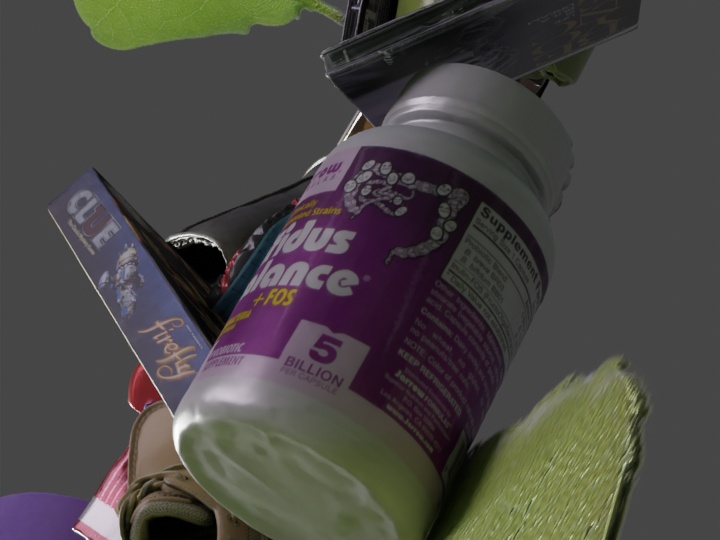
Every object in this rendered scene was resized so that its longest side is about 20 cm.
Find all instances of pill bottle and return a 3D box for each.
[{"bbox_3d":[0.014,0.012,0.722,0.200,0.112,0.112,-61,3,-31],"label":"pill bottle"}]

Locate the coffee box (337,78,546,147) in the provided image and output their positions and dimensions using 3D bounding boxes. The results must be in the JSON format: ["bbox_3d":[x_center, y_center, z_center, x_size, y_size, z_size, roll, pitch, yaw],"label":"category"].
[{"bbox_3d":[0.074,-0.149,1.410,0.080,0.113,0.200,-61,4,-34],"label":"coffee box"}]

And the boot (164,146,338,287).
[{"bbox_3d":[-0.059,-0.026,1.218,0.200,0.073,0.182,-35,2,-31],"label":"boot"}]

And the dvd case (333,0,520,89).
[{"bbox_3d":[0.055,-0.169,1.178,0.200,0.016,0.149,18,-101,-53],"label":"dvd case"}]

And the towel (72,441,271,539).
[{"bbox_3d":[-0.058,0.088,0.956,0.200,0.144,0.023,-53,-43,-15],"label":"towel"}]

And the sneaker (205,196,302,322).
[{"bbox_3d":[0.000,0.000,0.935,0.079,0.096,0.200,-48,-4,41],"label":"sneaker"}]

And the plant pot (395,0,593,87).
[{"bbox_3d":[0.108,-0.223,1.097,0.200,0.199,0.191,-110,38,-87],"label":"plant pot"}]

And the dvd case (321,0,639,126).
[{"bbox_3d":[0.065,-0.111,0.841,0.148,0.016,0.200,-23,-5,6],"label":"dvd case"}]

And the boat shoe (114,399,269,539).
[{"bbox_3d":[-0.087,0.127,0.879,0.072,0.065,0.200,-34,40,10],"label":"boat shoe"}]

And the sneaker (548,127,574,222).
[{"bbox_3d":[0.036,-0.012,0.855,0.200,0.088,0.081,-59,1,-30],"label":"sneaker"}]

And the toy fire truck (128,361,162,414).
[{"bbox_3d":[-0.074,0.103,1.045,0.049,0.200,0.141,-59,-26,0],"label":"toy fire truck"}]

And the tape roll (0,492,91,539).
[{"bbox_3d":[-0.202,0.251,1.162,0.200,0.200,0.085,-57,2,38],"label":"tape roll"}]

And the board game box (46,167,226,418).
[{"bbox_3d":[-0.079,0.043,0.889,0.035,0.136,0.200,-40,41,0],"label":"board game box"}]
